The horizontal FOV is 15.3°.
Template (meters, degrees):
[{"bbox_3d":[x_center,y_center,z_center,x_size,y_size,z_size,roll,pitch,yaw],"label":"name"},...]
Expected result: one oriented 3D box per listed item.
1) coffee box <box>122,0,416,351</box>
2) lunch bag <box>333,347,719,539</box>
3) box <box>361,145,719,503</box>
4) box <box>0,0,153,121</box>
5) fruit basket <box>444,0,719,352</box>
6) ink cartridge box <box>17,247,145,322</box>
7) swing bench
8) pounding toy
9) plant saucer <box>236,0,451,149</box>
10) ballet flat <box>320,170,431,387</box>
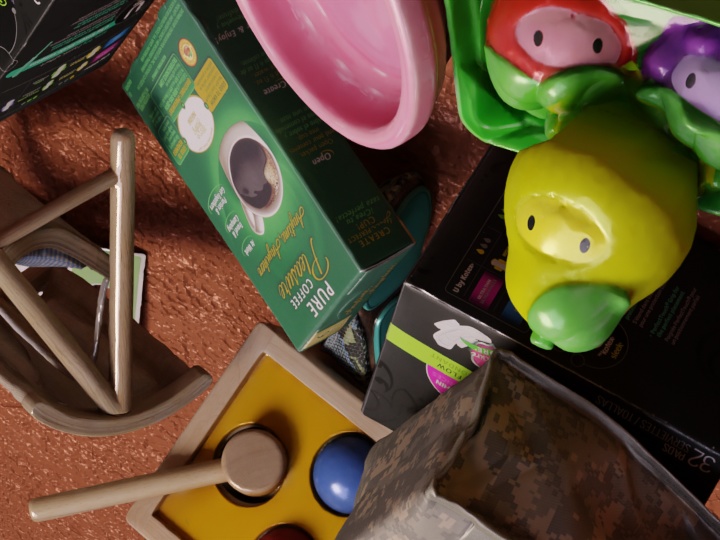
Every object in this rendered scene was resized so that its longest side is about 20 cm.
[{"bbox_3d":[-0.056,-0.063,1.548,0.200,0.044,0.123,56,150,11],"label":"coffee box"},{"bbox_3d":[0.101,0.158,1.441,0.200,0.118,0.164,33,149,-10],"label":"lunch bag"},{"bbox_3d":[0.124,0.049,1.512,0.199,0.125,0.149,28,147,8],"label":"box"},{"bbox_3d":[-0.193,-0.186,1.467,0.149,0.124,0.200,55,148,4],"label":"box"},{"bbox_3d":[0.127,-0.070,1.298,0.215,0.216,0.156,19,145,23],"label":"fruit basket"},{"bbox_3d":[-0.249,0.004,1.862,0.199,0.048,0.146,8,139,-3],"label":"ink cartridge box"},{"bbox_3d":[-0.213,-0.011,1.658,0.199,0.129,0.201,33,146,47],"label":"swing bench"},{"bbox_3d":[-0.063,0.141,1.694,0.200,0.184,0.142,37,-173,22],"label":"pounding toy"},{"bbox_3d":[-0.013,-0.162,1.387,0.201,0.051,0.201,48,156,30],"label":"plant saucer"},{"bbox_3d":[0.000,0.000,1.629,0.074,0.074,0.200,24,144,15],"label":"ballet flat"}]
